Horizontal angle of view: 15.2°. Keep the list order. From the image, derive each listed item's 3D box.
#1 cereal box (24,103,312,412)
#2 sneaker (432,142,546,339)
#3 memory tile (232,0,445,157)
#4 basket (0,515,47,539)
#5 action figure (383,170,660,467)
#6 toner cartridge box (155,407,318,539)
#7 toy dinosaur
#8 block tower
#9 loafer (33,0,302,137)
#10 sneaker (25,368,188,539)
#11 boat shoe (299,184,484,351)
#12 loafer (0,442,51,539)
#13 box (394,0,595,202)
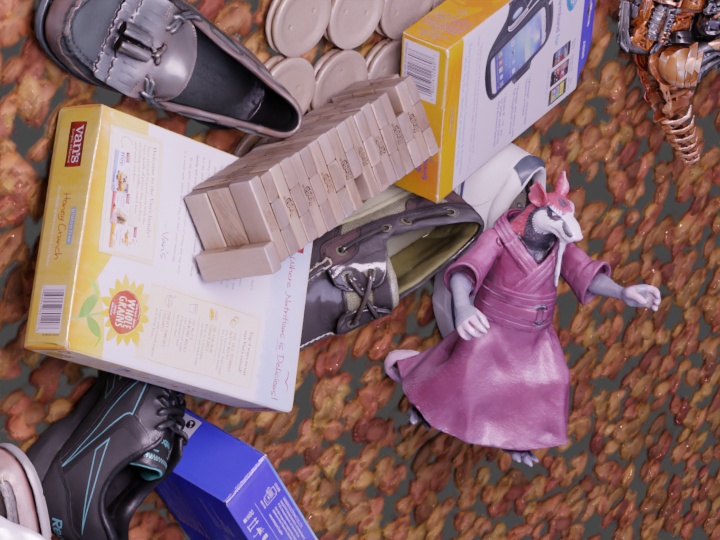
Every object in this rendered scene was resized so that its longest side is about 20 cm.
[{"bbox_3d":[-0.107,-0.003,1.588,0.200,0.039,0.144,21,72,-49],"label":"cereal box"},{"bbox_3d":[0.096,-0.003,1.873,0.073,0.071,0.200,-36,138,-32],"label":"sneaker"},{"bbox_3d":[-0.001,-0.123,1.717,0.200,0.017,0.153,-15,125,-47],"label":"memory tile"},{"bbox_3d":[-0.222,0.223,1.467,0.200,0.198,0.161,31,92,-18],"label":"basket"},{"bbox_3d":[0.109,0.023,1.810,0.134,0.149,0.200,8,110,-19],"label":"action figure"},{"bbox_3d":[-0.075,0.167,1.755,0.043,0.095,0.200,-49,144,-17],"label":"toner cartridge box"},{"bbox_3d":[0.238,-0.173,1.945,0.136,0.102,0.200,-21,149,-24],"label":"toy dinosaur"},{"bbox_3d":[-0.027,-0.059,1.618,0.200,0.054,0.058,-40,114,-49],"label":"block tower"},{"bbox_3d":[-0.103,-0.122,1.547,0.200,0.063,0.072,21,96,-55],"label":"loafer"},{"bbox_3d":[-0.129,0.081,1.642,0.075,0.079,0.200,34,84,-54],"label":"sneaker"},{"bbox_3d":[0.000,0.000,1.759,0.201,0.066,0.072,-36,137,-33],"label":"boat shoe"},{"bbox_3d":[-0.228,0.197,1.610,0.063,0.072,0.200,-18,130,-35],"label":"loafer"},{"bbox_3d":[0.093,-0.143,1.781,0.200,0.041,0.119,-41,145,-44],"label":"box"}]
